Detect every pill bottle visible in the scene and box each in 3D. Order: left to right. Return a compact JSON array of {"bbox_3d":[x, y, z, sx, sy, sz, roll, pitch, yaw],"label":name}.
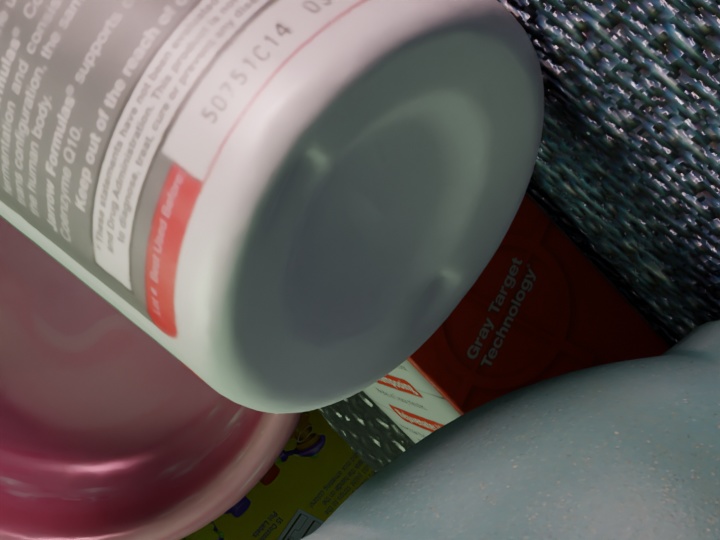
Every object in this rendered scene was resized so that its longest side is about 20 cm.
[{"bbox_3d":[-0.061,-0.062,0.734,0.200,0.114,0.114,37,168,31],"label":"pill bottle"}]

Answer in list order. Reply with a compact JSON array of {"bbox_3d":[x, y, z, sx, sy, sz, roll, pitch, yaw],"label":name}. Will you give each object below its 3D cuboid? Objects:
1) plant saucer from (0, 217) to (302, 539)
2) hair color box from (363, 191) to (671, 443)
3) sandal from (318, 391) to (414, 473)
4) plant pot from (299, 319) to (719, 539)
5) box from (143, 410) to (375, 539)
[{"bbox_3d":[-0.109,0.004,1.050,0.200,0.200,0.051,44,-161,-8],"label":"plant saucer"},{"bbox_3d":[0.047,0.032,0.862,0.200,0.061,0.101,45,170,-20],"label":"hair color box"},{"bbox_3d":[0.000,0.000,0.974,0.075,0.048,0.201,21,143,51],"label":"sandal"},{"bbox_3d":[0.089,0.099,0.745,0.200,0.134,0.201,39,162,15],"label":"plant pot"},{"bbox_3d":[-0.006,0.145,1.137,0.193,0.200,0.122,43,170,4],"label":"box"}]
